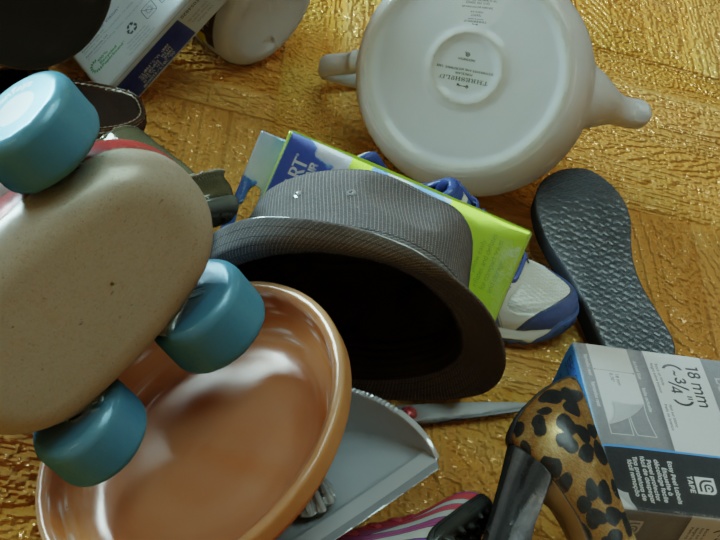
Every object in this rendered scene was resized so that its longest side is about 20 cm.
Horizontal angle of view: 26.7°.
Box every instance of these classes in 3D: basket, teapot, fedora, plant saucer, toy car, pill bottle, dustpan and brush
[{"bbox_3d":[-0.268,-0.230,1.093,0.180,0.136,0.200,-43,41,-4],"label":"basket"},{"bbox_3d":[0.092,-0.147,1.198,0.200,0.197,0.146,54,9,10],"label":"teapot"},{"bbox_3d":[0.000,0.000,0.927,0.199,0.177,0.090,-2,52,27],"label":"fedora"},{"bbox_3d":[-0.089,0.095,0.841,0.200,0.037,0.201,-20,43,19],"label":"plant saucer"},{"bbox_3d":[-0.187,-0.016,0.852,0.177,0.184,0.200,-44,35,-6],"label":"toy car"},{"bbox_3d":[-0.142,-0.266,1.264,0.200,0.109,0.109,38,42,23],"label":"pill bottle"},{"bbox_3d":[-0.063,0.097,0.895,0.139,0.057,0.200,-31,25,-21],"label":"dustpan and brush"}]

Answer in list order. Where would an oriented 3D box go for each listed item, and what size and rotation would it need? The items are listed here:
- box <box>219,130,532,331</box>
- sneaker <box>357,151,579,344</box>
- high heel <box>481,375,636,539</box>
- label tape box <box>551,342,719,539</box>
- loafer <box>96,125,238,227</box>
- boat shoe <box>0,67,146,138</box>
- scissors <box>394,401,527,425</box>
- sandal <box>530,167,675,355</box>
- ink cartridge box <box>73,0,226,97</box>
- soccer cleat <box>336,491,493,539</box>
[{"bbox_3d":[0.001,-0.009,1.020,0.200,0.122,0.048,23,-6,4],"label":"box"},{"bbox_3d":[0.068,-0.016,1.076,0.199,0.088,0.075,21,37,-1],"label":"sneaker"},{"bbox_3d":[0.169,0.153,0.877,0.200,0.071,0.143,23,72,-10],"label":"high heel"},{"bbox_3d":[0.233,0.127,0.995,0.199,0.063,0.144,8,41,-14],"label":"label tape box"},{"bbox_3d":[-0.154,-0.056,0.966,0.075,0.070,0.200,-15,12,-42],"label":"loafer"},{"bbox_3d":[-0.241,-0.111,1.073,0.200,0.070,0.070,-10,46,-33],"label":"boat shoe"},{"bbox_3d":[0.018,0.090,0.987,0.200,0.014,0.073,-16,48,-34],"label":"scissors"},{"bbox_3d":[0.174,0.005,1.141,0.076,0.043,0.201,-1,52,-14],"label":"sandal"},{"bbox_3d":[-0.175,-0.262,1.191,0.200,0.200,0.041,50,11,29],"label":"ink cartridge box"},{"bbox_3d":[0.000,0.169,0.850,0.073,0.068,0.200,32,41,27],"label":"soccer cleat"}]
